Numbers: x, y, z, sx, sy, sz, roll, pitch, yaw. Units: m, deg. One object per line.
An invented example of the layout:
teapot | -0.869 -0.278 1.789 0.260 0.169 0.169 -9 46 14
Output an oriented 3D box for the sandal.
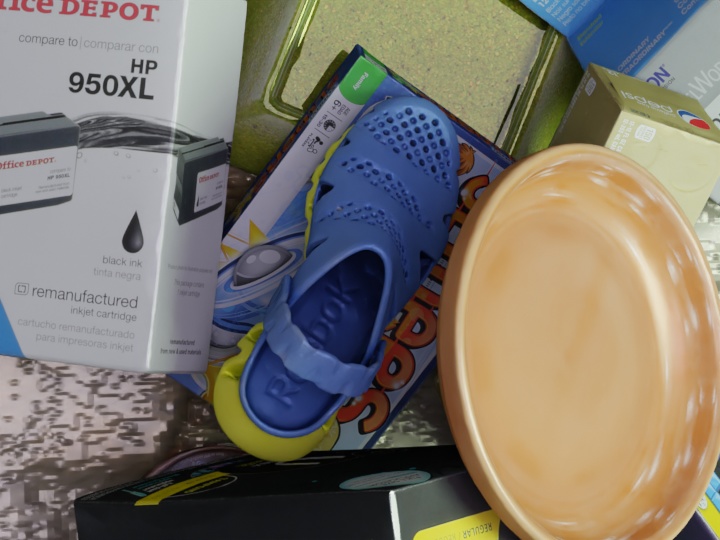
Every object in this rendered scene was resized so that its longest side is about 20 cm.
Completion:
sandal | 0.000 0.000 1.256 0.079 0.087 0.200 26 70 -9

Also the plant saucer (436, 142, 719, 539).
plant saucer | 0.101 0.041 1.204 0.200 0.037 0.201 9 77 -44

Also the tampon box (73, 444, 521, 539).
tampon box | -0.013 0.157 1.239 0.150 0.200 0.127 -10 93 -54

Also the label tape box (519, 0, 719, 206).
label tape box | 0.198 -0.122 1.319 0.200 0.066 0.143 38 113 -14

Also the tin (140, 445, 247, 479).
tin | -0.087 0.193 1.366 0.112 0.042 0.200 13 88 -6

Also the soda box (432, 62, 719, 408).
soda box | 0.111 0.001 1.301 0.068 0.064 0.200 17 112 -20

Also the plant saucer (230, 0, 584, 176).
plant saucer | 0.031 -0.125 1.375 0.199 0.048 0.200 22 87 -9

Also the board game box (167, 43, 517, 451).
board game box | -0.007 0.000 1.347 0.135 0.034 0.200 34 102 -12

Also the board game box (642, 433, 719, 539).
board game box | 0.210 0.138 1.353 0.057 0.165 0.200 -32 99 34

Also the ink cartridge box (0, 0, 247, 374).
ink cartridge box | -0.148 -0.054 1.303 0.144 0.084 0.200 6 89 18
